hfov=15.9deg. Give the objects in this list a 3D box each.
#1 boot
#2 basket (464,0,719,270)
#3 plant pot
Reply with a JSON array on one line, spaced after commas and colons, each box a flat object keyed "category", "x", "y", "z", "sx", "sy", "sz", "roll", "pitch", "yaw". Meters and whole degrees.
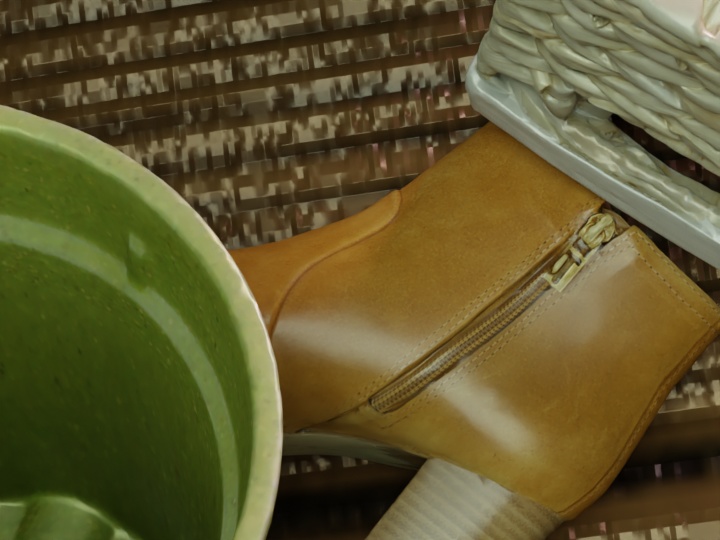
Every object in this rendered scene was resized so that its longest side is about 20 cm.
[{"category": "boot", "x": 0.000, "y": 0.000, "z": 0.795, "sx": 0.201, "sy": 0.071, "sz": 0.144, "roll": 38, "pitch": 84, "yaw": 8}, {"category": "basket", "x": 0.136, "y": -0.112, "z": 0.733, "sx": 0.135, "sy": 0.123, "sz": 0.200, "roll": 32, "pitch": 74, "yaw": 11}, {"category": "plant pot", "x": -0.114, "y": 0.086, "z": 0.722, "sx": 0.199, "sy": 0.184, "sz": 0.201, "roll": -2, "pitch": 61, "yaw": 3}]
